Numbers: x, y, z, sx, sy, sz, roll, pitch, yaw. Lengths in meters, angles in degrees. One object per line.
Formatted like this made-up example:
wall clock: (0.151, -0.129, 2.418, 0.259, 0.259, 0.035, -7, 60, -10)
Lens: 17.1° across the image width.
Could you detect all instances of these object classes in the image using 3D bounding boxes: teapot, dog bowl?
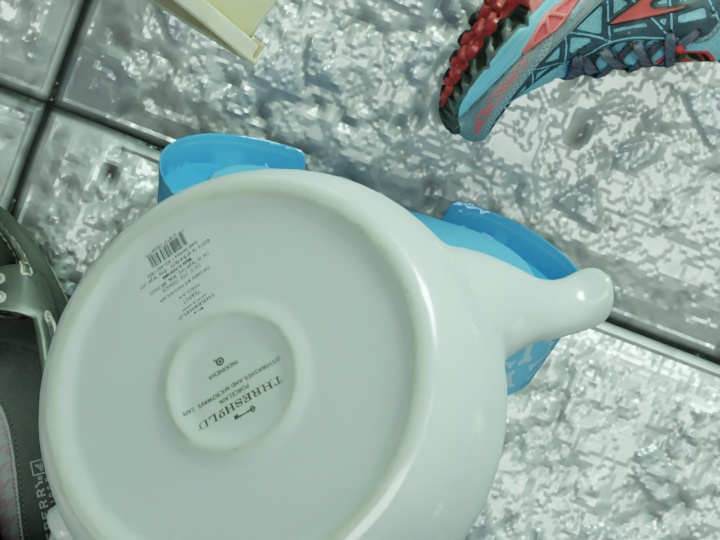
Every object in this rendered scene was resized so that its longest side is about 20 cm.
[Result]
teapot: (-0.025, 0.064, 0.962, 0.199, 0.146, 0.198, 11, 77, 25)
dog bowl: (0.000, 0.000, 1.066, 0.199, 0.112, 0.050, 17, 114, -6)

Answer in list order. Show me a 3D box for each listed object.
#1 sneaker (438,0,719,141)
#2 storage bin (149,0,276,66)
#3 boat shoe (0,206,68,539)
sneaker: (0.124, -0.116, 1.058, 0.200, 0.079, 0.096, -42, 102, 7)
storage bin: (-0.123, -0.196, 0.935, 0.198, 0.200, 0.094, 37, 90, -34)
boat shoe: (-0.156, 0.051, 1.052, 0.067, 0.057, 0.201, -19, 72, 3)
